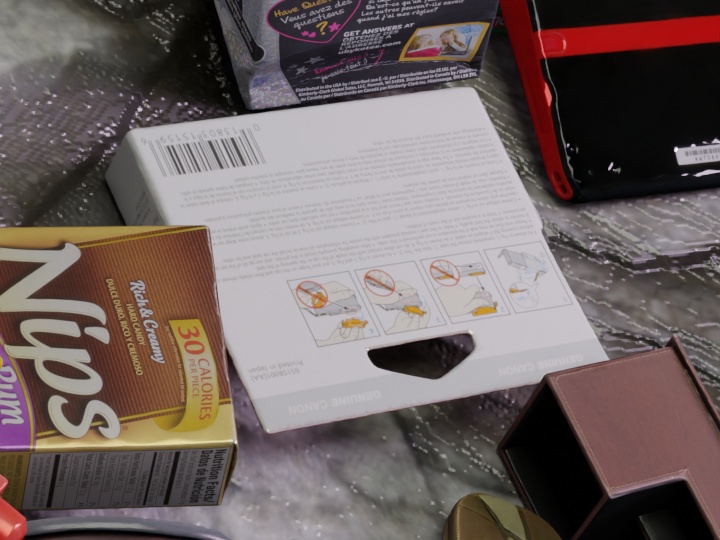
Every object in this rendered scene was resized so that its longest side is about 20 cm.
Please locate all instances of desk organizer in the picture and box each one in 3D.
[{"bbox_3d":[0.146,0.138,1.365,0.077,0.072,0.201,-11,61,-29],"label":"desk organizer"}]

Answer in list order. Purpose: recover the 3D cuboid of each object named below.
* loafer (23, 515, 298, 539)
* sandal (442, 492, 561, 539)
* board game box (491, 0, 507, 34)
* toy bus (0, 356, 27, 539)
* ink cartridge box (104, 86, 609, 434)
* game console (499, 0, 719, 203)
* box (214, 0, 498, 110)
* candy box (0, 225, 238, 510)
[{"bbox_3d":[-0.073,0.147,1.255,0.199,0.072,0.063,8,56,-24],"label":"loafer"},{"bbox_3d":[0.052,0.178,1.306,0.080,0.054,0.200,27,33,-12],"label":"sandal"},{"bbox_3d":[0.069,-0.217,1.624,0.134,0.029,0.201,-5,58,-29],"label":"board game box"},{"bbox_3d":[-0.206,0.047,1.143,0.192,0.136,0.200,34,36,1],"label":"toy bus"},{"bbox_3d":[0.000,0.000,1.417,0.199,0.044,0.174,-9,60,-30],"label":"ink cartridge box"},{"bbox_3d":[0.166,-0.128,1.581,0.199,0.031,0.178,-7,79,-29],"label":"game console"},{"bbox_3d":[-0.018,-0.200,1.496,0.131,0.115,0.201,-9,58,-13],"label":"box"},{"bbox_3d":[-0.158,0.042,1.278,0.199,0.057,0.117,-1,55,-14],"label":"candy box"}]
